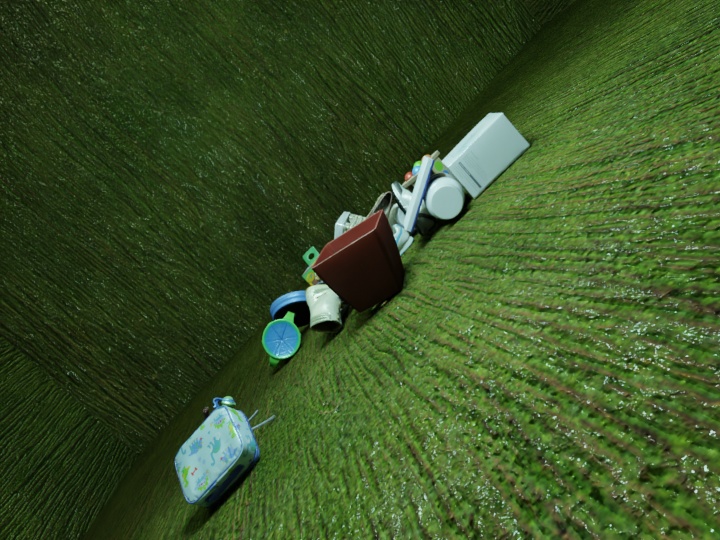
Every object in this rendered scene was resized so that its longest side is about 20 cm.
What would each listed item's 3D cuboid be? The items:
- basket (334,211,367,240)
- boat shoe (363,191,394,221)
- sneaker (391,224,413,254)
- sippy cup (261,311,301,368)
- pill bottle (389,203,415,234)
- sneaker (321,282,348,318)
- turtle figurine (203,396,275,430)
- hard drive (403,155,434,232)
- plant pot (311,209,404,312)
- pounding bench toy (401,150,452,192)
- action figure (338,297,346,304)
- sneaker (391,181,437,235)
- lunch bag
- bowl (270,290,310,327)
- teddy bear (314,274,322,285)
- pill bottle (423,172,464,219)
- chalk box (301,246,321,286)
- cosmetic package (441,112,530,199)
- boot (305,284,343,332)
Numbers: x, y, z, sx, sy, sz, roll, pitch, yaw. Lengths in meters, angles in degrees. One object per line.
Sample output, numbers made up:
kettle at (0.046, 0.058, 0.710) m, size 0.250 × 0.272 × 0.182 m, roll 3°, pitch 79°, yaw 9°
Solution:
basket at (-0.024, -0.088, 1.916) m, size 0.136 × 0.121 × 0.204 m, roll -63°, pitch -19°, yaw -62°
boat shoe at (0.051, -0.156, 1.683) m, size 0.203 × 0.071 × 0.072 m, roll -61°, pitch 1°, yaw -6°
sneaker at (0.076, -0.053, 1.690) m, size 0.201 × 0.081 × 0.076 m, roll -50°, pitch 11°, yaw -15°
sippy cup at (-0.278, 0.247, 1.917) m, size 0.176 × 0.141 × 0.130 m, roll -35°, pitch -5°, yaw -10°
pill bottle at (0.129, -0.163, 1.818) m, size 0.114 × 0.114 × 0.199 m, roll -49°, pitch 9°, yaw -21°
sneaker at (-0.094, 0.096, 1.716) m, size 0.075 × 0.116 × 0.201 m, roll -37°, pitch 12°, yaw 42°
turtle figurine at (-0.325, 0.443, 1.403) m, size 0.142 × 0.199 × 0.198 m, roll 2°, pitch 66°, yaw 40°
hard drive at (0.165, -0.219, 1.530) m, size 0.132 × 0.025 × 0.204 m, roll -80°, pitch 6°, yaw -75°
plant pot at (0.014, -0.014, 1.423) m, size 0.197 × 0.178 × 0.201 m, roll -30°, pitch 14°, yaw 17°
pounding bench toy at (0.251, -0.312, 1.765) m, size 0.201 × 0.156 × 0.124 m, roll -49°, pitch 9°, yaw -25°
action figure at (0.000, 0.000, 1.592) m, size 0.117 × 0.102 × 0.203 m, roll -14°, pitch 48°, yaw 39°
sneaker at (0.166, -0.203, 1.665) m, size 0.079 × 0.202 × 0.074 m, roll -34°, pitch -21°, yaw 0°
lunch bag at (-0.336, 0.438, 1.261) m, size 0.200 × 0.082 × 0.161 m, roll -47°, pitch 48°, yaw 3°
bowl at (-0.234, 0.149, 1.992) m, size 0.200 × 0.198 × 0.040 m, roll -41°, pitch 50°, yaw 31°
teddy bear at (-0.071, 0.034, 1.808) m, size 0.066 × 0.197 × 0.148 m, roll 2°, pitch 80°, yaw 53°
pill bottle at (0.233, -0.206, 1.512) m, size 0.114 × 0.114 × 0.200 m, roll -43°, pitch 9°, yaw 14°
chalk box at (-0.135, 0.004, 2.045) m, size 0.125 × 0.200 × 0.124 m, roll -42°, pitch 9°, yaw 18°
cosmetic package at (0.343, -0.328, 1.512) m, size 0.200 × 0.123 × 0.200 m, roll -43°, pitch 9°, yaw 13°
boot at (-0.062, 0.107, 1.613) m, size 0.195 × 0.073 × 0.156 m, roll -8°, pitch 44°, yaw -6°
